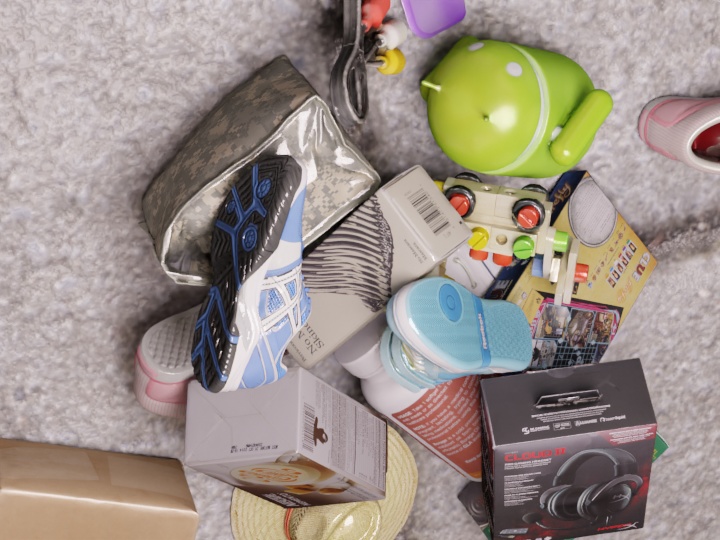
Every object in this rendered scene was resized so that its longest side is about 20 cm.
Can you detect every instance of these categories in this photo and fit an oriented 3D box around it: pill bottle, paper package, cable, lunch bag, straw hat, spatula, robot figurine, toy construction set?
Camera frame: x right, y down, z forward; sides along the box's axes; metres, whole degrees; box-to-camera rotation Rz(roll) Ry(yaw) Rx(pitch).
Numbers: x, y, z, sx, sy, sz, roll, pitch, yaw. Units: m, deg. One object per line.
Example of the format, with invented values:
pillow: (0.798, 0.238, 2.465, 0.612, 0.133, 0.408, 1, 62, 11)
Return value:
pill bottle: (0.073, 0.108, 1.536, 0.200, 0.112, 0.112, 39, 96, -26)
paper package: (-0.269, 0.269, 1.501, 0.198, 0.104, 0.193, 9, 109, -21)
cable: (0.007, -0.193, 1.363, 0.050, 0.200, 0.098, -11, 112, 12)
lunch bag: (-0.099, -0.072, 1.383, 0.199, 0.164, 0.118, -38, 113, 1)
straw hat: (-0.025, 0.246, 1.575, 0.198, 0.085, 0.204, -6, 113, -15)
spatula: (0.129, -0.268, 1.455, 0.198, 0.021, 0.057, -22, 114, -8)
robot figurine: (0.137, -0.143, 1.429, 0.199, 0.175, 0.117, 0, 116, -53)
toy construction set: (0.111, -0.018, 1.423, 0.197, 0.092, 0.133, 4, 116, -3)

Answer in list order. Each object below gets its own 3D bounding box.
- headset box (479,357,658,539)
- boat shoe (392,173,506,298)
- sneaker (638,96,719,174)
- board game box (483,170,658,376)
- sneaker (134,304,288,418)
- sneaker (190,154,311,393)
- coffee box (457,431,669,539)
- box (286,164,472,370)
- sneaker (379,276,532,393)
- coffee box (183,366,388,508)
headset box: (0.185, 0.163, 1.445, 0.147, 0.078, 0.201, -8, 142, -2)
boat shoe: (0.087, -0.007, 1.510, 0.200, 0.073, 0.067, 43, 75, -27)
sneaker: (0.378, -0.135, 1.538, 0.198, 0.105, 0.076, -8, 111, -15)
board game box: (0.196, 0.024, 1.534, 0.136, 0.034, 0.201, 47, 64, -26)
sneaker: (-0.125, 0.074, 1.484, 0.199, 0.076, 0.105, -20, 153, -31)
sneaker: (-0.078, 0.002, 1.295, 0.076, 0.076, 0.202, 6, 109, -38)
coffee box: (0.201, 0.202, 1.605, 0.200, 0.123, 0.044, -44, 129, 5)
box: (0.000, 0.000, 1.382, 0.082, 0.068, 0.200, 51, 130, 4)
sneaker: (0.051, 0.063, 1.381, 0.199, 0.129, 0.081, 20, 61, -53)
coffee box: (-0.063, 0.156, 1.449, 0.113, 0.081, 0.200, -7, 159, 21)
